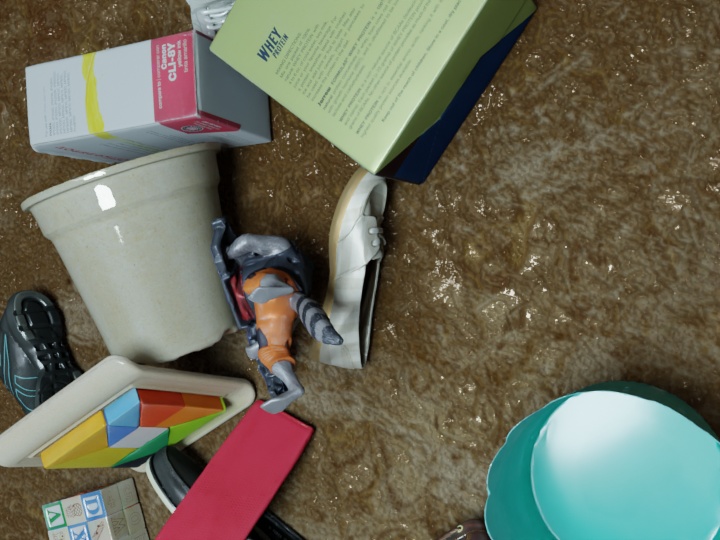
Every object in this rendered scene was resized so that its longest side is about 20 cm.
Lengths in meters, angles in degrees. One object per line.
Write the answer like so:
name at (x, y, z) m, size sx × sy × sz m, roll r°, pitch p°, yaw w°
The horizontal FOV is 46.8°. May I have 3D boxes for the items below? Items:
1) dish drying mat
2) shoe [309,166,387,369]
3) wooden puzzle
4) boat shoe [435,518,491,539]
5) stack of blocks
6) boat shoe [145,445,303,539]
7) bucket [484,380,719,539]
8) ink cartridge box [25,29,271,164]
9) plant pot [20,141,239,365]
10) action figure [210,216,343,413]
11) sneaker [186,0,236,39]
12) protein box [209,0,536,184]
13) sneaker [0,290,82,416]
dish drying mat at (-0.128, 0.222, 0.812) m, size 0.076 × 0.018 × 0.201 m, roll 26°, pitch 61°, yaw 17°
shoe at (0.000, 0.000, 0.798) m, size 0.053 × 0.070 × 0.202 m, roll 19°, pitch 106°, yaw 22°
wooden puzzle at (-0.225, 0.154, 0.821) m, size 0.184 × 0.200 × 0.037 m, roll -34°, pitch 61°, yaw 18°
boat shoe at (0.055, 0.306, 0.784) m, size 0.200 × 0.070 × 0.071 m, roll -41°, pitch 40°, yaw 26°
stack of blocks at (-0.287, 0.345, 0.919) m, size 0.114 × 0.058 × 0.202 m, roll -18°, pitch 84°, yaw 21°
boat shoe at (-0.134, 0.247, 0.851) m, size 0.201 × 0.074 × 0.063 m, roll 41°, pitch 106°, yaw 10°
bucket at (0.212, 0.188, 0.680) m, size 0.205 × 0.135 × 0.210 m, roll 0°, pitch 90°, yaw 22°
ink cartridge box at (-0.210, -0.166, 0.835) m, size 0.198 × 0.145 × 0.084 m, roll -5°, pitch 88°, yaw 21°
plant pot at (-0.205, -0.008, 0.827) m, size 0.199 × 0.200 × 0.185 m, roll -16°, pitch 97°, yaw 21°
action figure at (-0.067, 0.046, 0.774) m, size 0.104 × 0.194 × 0.202 m, roll -17°, pitch 117°, yaw 2°
sneaker at (-0.133, -0.253, 0.793) m, size 0.074 × 0.200 × 0.082 m, roll -8°, pitch 98°, yaw -9°
protein box at (0.013, -0.219, 0.752) m, size 0.199 × 0.135 × 0.199 m, roll 38°, pitch 104°, yaw 16°
sneaker at (-0.363, 0.126, 0.949) m, size 0.079 × 0.075 × 0.202 m, roll -31°, pitch 73°, yaw 33°
